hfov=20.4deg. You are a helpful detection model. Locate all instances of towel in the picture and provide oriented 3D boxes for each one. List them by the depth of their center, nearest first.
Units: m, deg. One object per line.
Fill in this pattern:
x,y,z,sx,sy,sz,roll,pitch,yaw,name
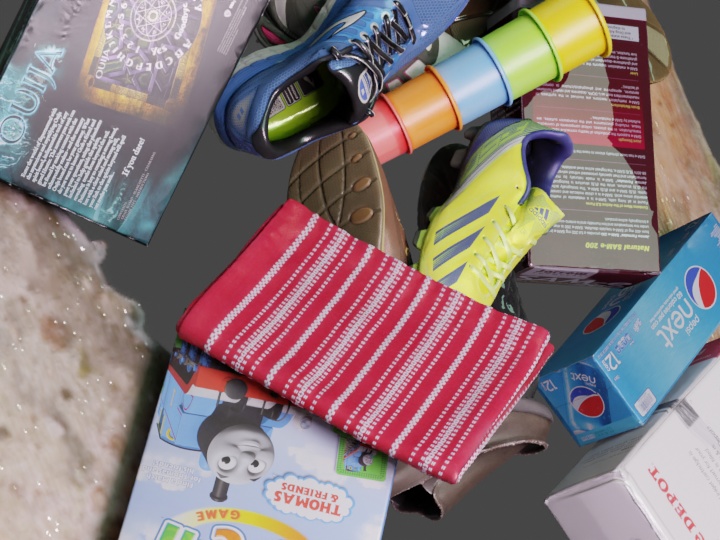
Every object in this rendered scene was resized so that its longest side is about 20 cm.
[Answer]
0.004,0.039,1.221,0.199,0.023,0.145,28,46,15,towel

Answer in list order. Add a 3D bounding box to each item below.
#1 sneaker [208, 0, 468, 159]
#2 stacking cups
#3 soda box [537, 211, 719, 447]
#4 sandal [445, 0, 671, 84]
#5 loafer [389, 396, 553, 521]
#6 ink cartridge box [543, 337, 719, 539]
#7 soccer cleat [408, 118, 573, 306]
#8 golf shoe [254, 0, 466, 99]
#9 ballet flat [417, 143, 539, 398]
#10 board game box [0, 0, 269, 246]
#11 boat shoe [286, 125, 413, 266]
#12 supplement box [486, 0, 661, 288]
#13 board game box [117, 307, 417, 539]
-0.001,-0.134,1.302,0.200,0.089,0.079,-39,124,-6,sneaker
0.075,-0.131,1.377,0.199,0.061,0.061,-28,89,-10,stacking cups
0.212,0.041,1.470,0.064,0.068,0.200,54,48,-8,soda box
0.147,-0.178,1.529,0.199,0.054,0.081,0,78,-23,sandal
0.042,0.128,1.300,0.199,0.073,0.071,-8,80,-31,loafer
0.243,0.160,1.432,0.146,0.085,0.200,56,46,-5,ink cartridge box
0.089,-0.025,1.330,0.065,0.083,0.201,66,36,-44,soccer cleat
0.021,-0.161,1.394,0.199,0.088,0.078,18,59,-34,golf shoe
0.079,0.007,1.401,0.066,0.057,0.201,-11,71,-1,ballet flat
-0.145,-0.131,1.207,0.135,0.028,0.201,25,94,-28,board game box
0.000,0.000,1.325,0.068,0.072,0.201,19,57,-64,boat shoe
0.154,-0.092,1.451,0.108,0.061,0.201,4,77,-21,supplement box
-0.057,0.130,1.189,0.150,0.037,0.201,13,59,0,board game box
